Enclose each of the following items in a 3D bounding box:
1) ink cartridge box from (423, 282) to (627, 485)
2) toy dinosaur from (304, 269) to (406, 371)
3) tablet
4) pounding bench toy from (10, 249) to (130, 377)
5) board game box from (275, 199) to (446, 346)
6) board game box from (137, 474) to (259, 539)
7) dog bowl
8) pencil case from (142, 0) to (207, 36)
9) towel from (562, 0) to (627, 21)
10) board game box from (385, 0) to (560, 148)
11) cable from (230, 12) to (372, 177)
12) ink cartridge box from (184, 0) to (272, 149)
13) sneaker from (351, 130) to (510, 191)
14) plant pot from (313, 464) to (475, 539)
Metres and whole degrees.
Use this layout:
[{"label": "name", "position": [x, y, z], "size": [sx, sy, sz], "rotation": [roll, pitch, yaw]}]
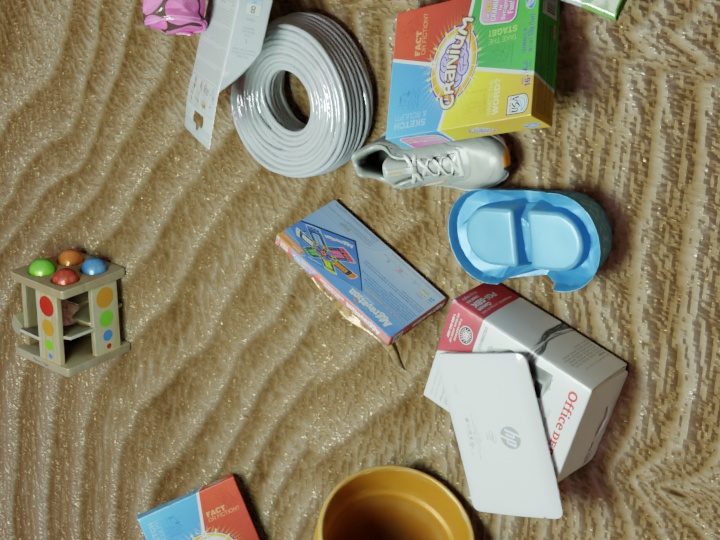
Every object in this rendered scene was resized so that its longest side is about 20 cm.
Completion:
[{"label": "ink cartridge box", "position": [0.187, 0.127, 1.558], "size": [0.200, 0.083, 0.147], "rotation": [33, 126, 28]}, {"label": "toy dinosaur", "position": [0.008, 0.058, 1.673], "size": [0.200, 0.106, 0.060], "rotation": [43, 129, 19]}, {"label": "tablet", "position": [0.158, 0.188, 1.542], "size": [0.130, 0.014, 0.201], "rotation": [-3, 107, 43]}, {"label": "pounding bench toy", "position": [-0.470, 0.046, 2.078], "size": [0.200, 0.124, 0.156], "rotation": [17, 117, 36]}, {"label": "board game box", "position": [0.000, 0.000, 1.659], "size": [0.200, 0.103, 0.019], "rotation": [42, 143, 21]}, {"label": "board game box", "position": [-0.219, 0.423, 1.985], "size": [0.040, 0.153, 0.200], "rotation": [169, 77, -80]}, {"label": "dog bowl", "position": [0.192, -0.041, 1.512], "size": [0.200, 0.050, 0.112], "rotation": [6, 111, 39]}, {"label": "pencil case", "position": [-0.228, -0.389, 1.675], "size": [0.090, 0.094, 0.201], "rotation": [-1, 81, 1]}, {"label": "towel", "position": [0.206, -0.357, 1.371], "size": [0.200, 0.031, 0.149], "rotation": [32, 113, 26]}, {"label": "board game box", "position": [0.120, -0.220, 1.464], "size": [0.200, 0.040, 0.153], "rotation": [-5, 75, 42]}, {"label": "cable", "position": [-0.076, -0.214, 1.664], "size": [0.200, 0.069, 0.201], "rotation": [0, 107, 42]}, {"label": "ink cartridge box", "position": [-0.163, -0.256, 1.655], "size": [0.160, 0.047, 0.201], "rotation": [-138, 58, -66]}, {"label": "sneaker", "position": [0.077, -0.119, 1.551], "size": [0.200, 0.092, 0.076], "rotation": [4, 111, 40]}, {"label": "plant pot", "position": [0.029, 0.382, 1.741], "size": [0.200, 0.200, 0.183], "rotation": [44, 146, 19]}]
